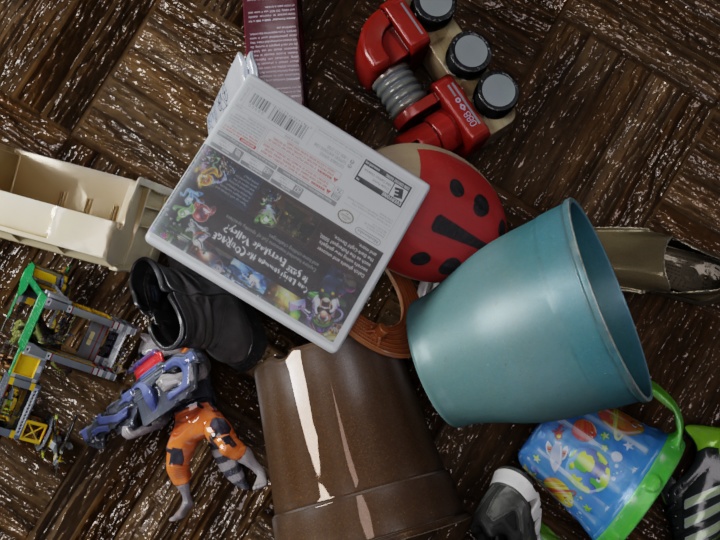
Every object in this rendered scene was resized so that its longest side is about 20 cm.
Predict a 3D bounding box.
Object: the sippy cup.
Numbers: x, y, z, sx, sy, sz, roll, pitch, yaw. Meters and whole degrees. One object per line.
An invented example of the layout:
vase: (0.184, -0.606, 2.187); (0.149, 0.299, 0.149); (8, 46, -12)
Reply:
sippy cup: (0.236, 0.192, 0.997); (0.130, 0.140, 0.178); (35, 71, 15)

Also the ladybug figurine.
ladybug figurine: (0.077, -0.051, 0.990); (0.199, 0.072, 0.136); (19, 100, -31)

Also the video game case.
video game case: (-0.063, -0.053, 0.894); (0.199, 0.023, 0.182); (31, 76, -5)

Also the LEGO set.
LEGO set: (-0.311, 0.098, 1.016); (0.115, 0.153, 0.201); (24, 82, -31)

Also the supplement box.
supplement box: (-0.089, -0.233, 1.046); (0.060, 0.109, 0.201); (-5, 84, 0)

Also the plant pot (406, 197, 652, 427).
plant pot: (0.153, 0.058, 0.942); (0.187, 0.200, 0.201); (-22, 85, 21)

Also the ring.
ring: (0.000, 0.000, 0.985); (0.019, 0.200, 0.201); (-41, 85, 26)

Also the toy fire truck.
toy fire truck: (0.039, -0.176, 1.044); (0.199, 0.129, 0.177); (-33, 85, -12)

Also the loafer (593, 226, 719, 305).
loafer: (0.300, -0.011, 1.034); (0.199, 0.067, 0.077); (7, 77, -1)

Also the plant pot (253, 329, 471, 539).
plant pot: (-0.011, 0.173, 0.976); (0.199, 0.200, 0.199); (-14, 77, 0)

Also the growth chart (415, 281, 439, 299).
growth chart: (0.153, 0.037, 1.062); (0.199, 0.018, 0.145); (25, 86, 3)

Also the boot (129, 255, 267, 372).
boot: (-0.177, 0.009, 0.981); (0.070, 0.131, 0.200); (-49, 50, 12)

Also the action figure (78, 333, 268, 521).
action figure: (-0.196, 0.159, 1.037); (0.199, 0.104, 0.194); (-26, 82, 32)

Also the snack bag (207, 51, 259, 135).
snack bag: (-0.120, -0.094, 0.997); (0.021, 0.188, 0.201); (-7, 82, -21)

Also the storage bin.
storage bin: (-0.306, -0.068, 0.993); (0.199, 0.199, 0.094); (16, 89, 2)

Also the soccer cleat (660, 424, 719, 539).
soccer cleat: (0.347, 0.260, 1.021); (0.081, 0.068, 0.201); (14, 83, 18)

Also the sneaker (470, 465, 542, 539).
sneaker: (0.155, 0.301, 0.982); (0.090, 0.066, 0.201); (-37, 115, -39)
